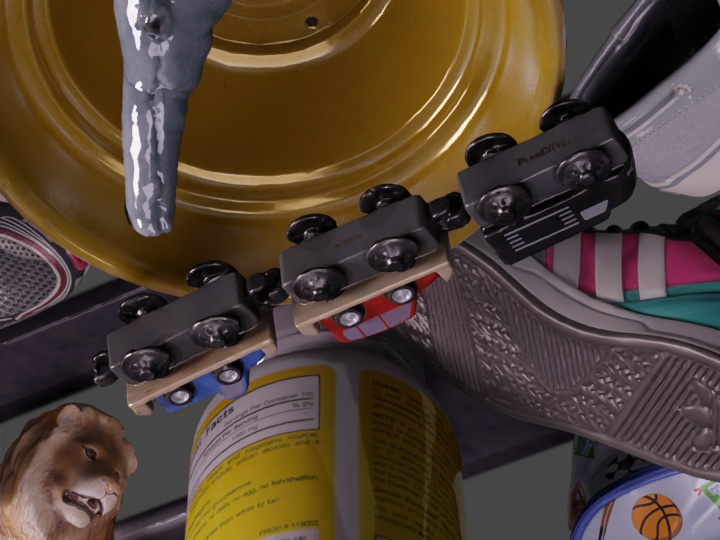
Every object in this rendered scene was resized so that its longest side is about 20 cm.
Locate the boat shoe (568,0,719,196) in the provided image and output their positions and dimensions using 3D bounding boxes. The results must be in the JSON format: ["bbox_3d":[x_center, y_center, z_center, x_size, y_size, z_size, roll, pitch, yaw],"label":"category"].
[{"bbox_3d":[0.141,-0.106,0.749,0.071,0.070,0.201,14,131,-25],"label":"boat shoe"}]

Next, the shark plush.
[{"bbox_3d":[-0.065,-0.109,0.579,0.091,0.083,0.200,22,118,6],"label":"shark plush"}]

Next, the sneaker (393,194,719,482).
[{"bbox_3d":[0.110,0.005,0.835,0.200,0.121,0.084,24,130,33],"label":"sneaker"}]

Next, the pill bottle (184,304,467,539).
[{"bbox_3d":[-0.013,0.105,0.835,0.112,0.200,0.112,0,129,0],"label":"pill bottle"}]

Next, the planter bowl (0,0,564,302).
[{"bbox_3d":[-0.034,-0.090,0.712,0.200,0.083,0.200,0,129,0],"label":"planter bowl"}]

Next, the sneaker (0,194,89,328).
[{"bbox_3d":[-0.201,0.020,0.844,0.200,0.075,0.081,-17,127,11],"label":"sneaker"}]

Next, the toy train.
[{"bbox_3d":[0.000,0.000,0.705,0.200,0.034,0.046,-24,139,16],"label":"toy train"}]

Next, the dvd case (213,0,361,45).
[{"bbox_3d":[-0.002,-0.152,0.741,0.200,0.025,0.150,-27,124,20],"label":"dvd case"}]

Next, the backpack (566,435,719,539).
[{"bbox_3d":[0.171,0.127,0.896,0.200,0.154,0.191,-15,120,13],"label":"backpack"}]

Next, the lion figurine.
[{"bbox_3d":[-0.117,0.151,0.952,0.072,0.123,0.200,15,154,30],"label":"lion figurine"}]
